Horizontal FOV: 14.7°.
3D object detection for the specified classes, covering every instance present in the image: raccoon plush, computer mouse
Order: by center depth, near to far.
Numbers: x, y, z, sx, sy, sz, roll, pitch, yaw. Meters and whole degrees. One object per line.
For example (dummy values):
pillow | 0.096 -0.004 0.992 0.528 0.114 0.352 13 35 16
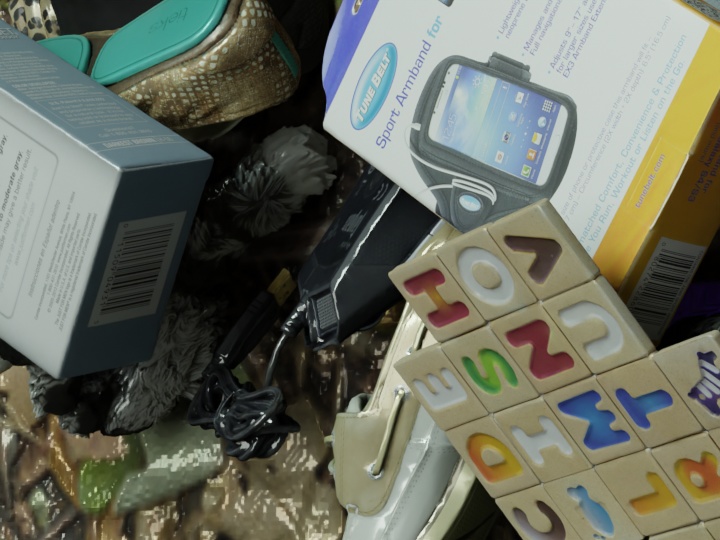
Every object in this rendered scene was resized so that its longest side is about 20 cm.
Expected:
computer mouse | 0.000 0.000 1.179 0.200 0.046 0.140 -58 13 -10
raccoon plush | -0.106 -0.013 1.281 0.200 0.097 0.134 -35 43 0

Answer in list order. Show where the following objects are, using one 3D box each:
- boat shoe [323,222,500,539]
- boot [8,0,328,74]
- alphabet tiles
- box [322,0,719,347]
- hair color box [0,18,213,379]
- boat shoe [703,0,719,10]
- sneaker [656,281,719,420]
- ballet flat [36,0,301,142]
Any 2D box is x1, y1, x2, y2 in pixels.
boat shoe | 0.024 0.073 1.123 0.068 0.075 0.200 31 103 16
boot | -0.093 -0.167 1.277 0.150 0.073 0.200 -18 78 39
alphabet tiles | 0.095 0.067 1.011 0.200 0.008 0.167 53 146 -8
box | 0.064 -0.070 1.051 0.200 0.041 0.119 41 111 44
hair color box | -0.162 -0.047 1.183 0.200 0.061 0.099 33 116 30
boat shoe | 0.151 -0.074 1.049 0.200 0.072 0.062 45 158 49
sneaker | 0.143 0.037 1.016 0.200 0.099 0.070 7 87 41
ballet flat | -0.103 -0.073 1.219 0.200 0.065 0.071 -11 47 45
